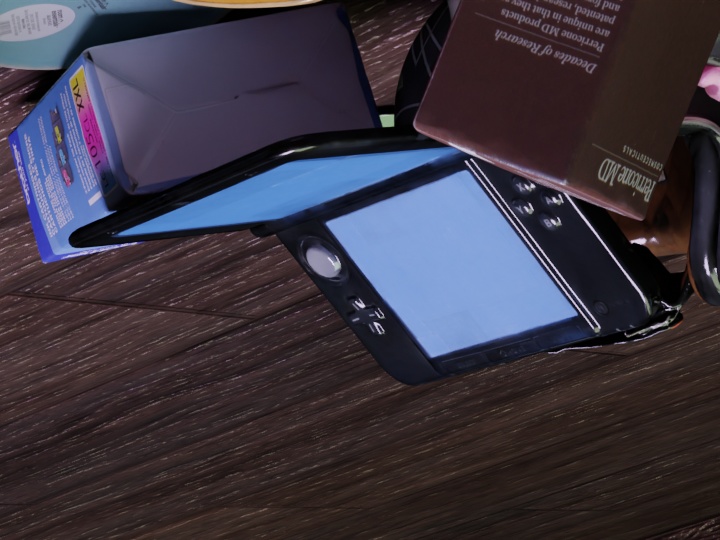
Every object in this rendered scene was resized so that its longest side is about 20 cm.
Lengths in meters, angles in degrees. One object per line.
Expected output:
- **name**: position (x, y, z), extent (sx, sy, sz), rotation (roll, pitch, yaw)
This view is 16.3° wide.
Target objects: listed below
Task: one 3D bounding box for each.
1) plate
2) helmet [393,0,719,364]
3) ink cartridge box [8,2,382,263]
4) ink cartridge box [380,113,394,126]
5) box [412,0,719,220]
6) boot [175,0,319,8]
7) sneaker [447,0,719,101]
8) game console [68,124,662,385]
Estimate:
- **plate**: position (-0.121, -0.127, 1.138), extent (0.200, 0.026, 0.200), rotation (-12, 166, -3)
- **helmet**: position (0.107, -0.066, 1.225), extent (0.200, 0.191, 0.200), rotation (-18, -156, 8)
- **ink cartridge box**: position (-0.090, -0.063, 1.252), extent (0.136, 0.076, 0.200), rotation (-13, 176, -22)
- **ink cartridge box**: position (0.054, -0.057, 1.495), extent (0.200, 0.048, 0.146), rotation (-10, 166, -19)
- **box**: position (0.101, -0.128, 0.968), extent (0.075, 0.200, 0.100), rotation (24, -176, 25)
- **boot**: position (-0.103, -0.149, 0.845), extent (0.201, 0.071, 0.144), rotation (20, 178, 27)
- **sneaker**: position (0.133, -0.121, 1.086), extent (0.200, 0.079, 0.095), rotation (-1, 158, -30)
- **game console**: position (0.000, 0.000, 1.121), extent (0.116, 0.176, 0.200), rotation (-47, -163, -33)
